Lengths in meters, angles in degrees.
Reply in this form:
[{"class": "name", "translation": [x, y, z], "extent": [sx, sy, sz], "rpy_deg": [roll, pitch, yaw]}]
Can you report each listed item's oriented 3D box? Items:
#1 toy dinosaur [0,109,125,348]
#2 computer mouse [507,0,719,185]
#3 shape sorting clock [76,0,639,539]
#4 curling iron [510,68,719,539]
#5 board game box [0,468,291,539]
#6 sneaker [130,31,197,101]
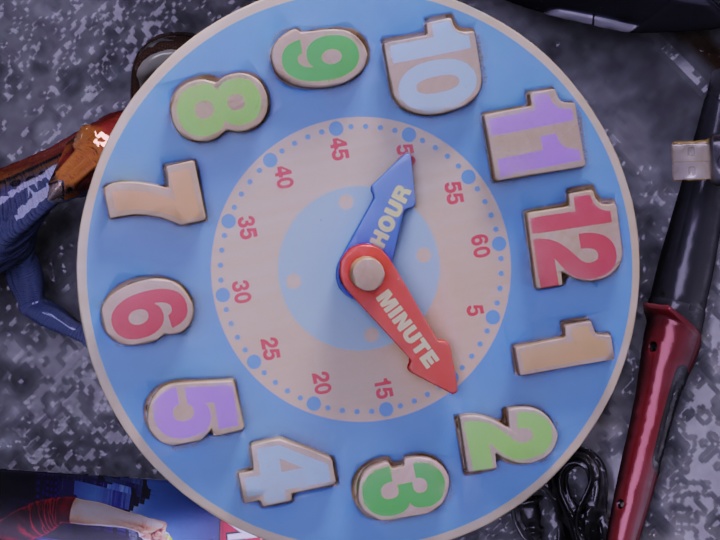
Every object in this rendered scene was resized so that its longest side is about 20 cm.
[{"class": "toy dinosaur", "translation": [-0.164, -0.011, 0.928], "extent": [0.200, 0.105, 0.182], "rpy_deg": [41, 102, 15]}, {"class": "computer mouse", "translation": [0.109, -0.094, 0.905], "extent": [0.198, 0.046, 0.141], "rpy_deg": [5, 70, 6]}, {"class": "shape sorting clock", "translation": [0.000, 0.000, 0.867], "extent": [0.198, 0.039, 0.202], "rpy_deg": [0, 91, -7]}, {"class": "curling iron", "translation": [0.104, 0.021, 0.908], "extent": [0.049, 0.026, 0.201], "rpy_deg": [20, 89, 12]}, {"class": "board game box", "translation": [-0.071, 0.178, 0.917], "extent": [0.198, 0.062, 0.202], "rpy_deg": [3, 86, 14]}, {"class": "sneaker", "translation": [-0.043, 0.006, 0.921], "extent": [0.070, 0.076, 0.201], "rpy_deg": [-26, 78, 10]}]
